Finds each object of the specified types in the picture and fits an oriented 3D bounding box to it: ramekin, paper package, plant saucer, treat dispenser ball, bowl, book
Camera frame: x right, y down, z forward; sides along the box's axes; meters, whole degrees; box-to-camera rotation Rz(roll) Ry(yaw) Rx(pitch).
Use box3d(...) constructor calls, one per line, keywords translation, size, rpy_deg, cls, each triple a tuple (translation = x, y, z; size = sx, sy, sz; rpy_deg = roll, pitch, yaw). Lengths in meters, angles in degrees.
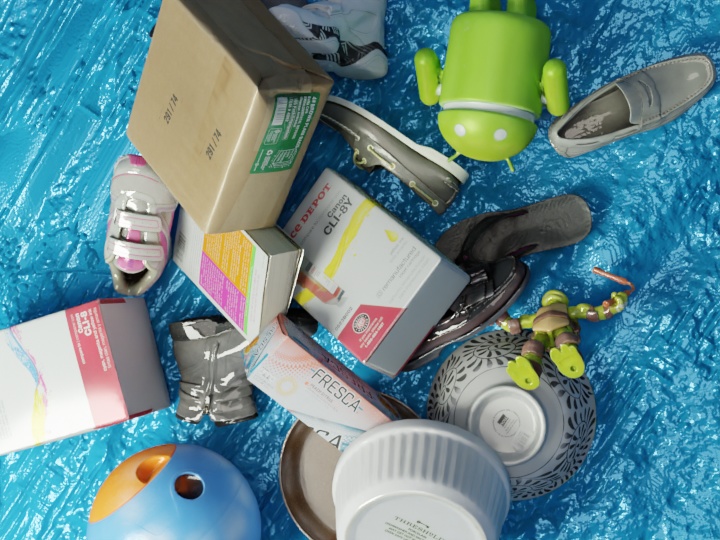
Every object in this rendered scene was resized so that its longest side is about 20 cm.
box3d(translation=(0.063, 0.268, 1.196), size=(0.200, 0.094, 0.204), rpy_deg=(4, 122, 6), cls="ramekin")
box3d(translation=(-0.144, -0.169, 1.161), size=(0.191, 0.103, 0.201), rpy_deg=(49, 132, 27), cls="paper package")
box3d(translation=(0.002, 0.241, 1.311), size=(0.198, 0.032, 0.202), rpy_deg=(0, 90, 10), cls="plant saucer")
box3d(translation=(-0.214, 0.301, 1.265), size=(0.199, 0.201, 0.203), rpy_deg=(0, 90, 11), cls="treat dispenser ball")
box3d(translation=(0.168, 0.170, 1.248), size=(0.199, 0.094, 0.203), rpy_deg=(0, 91, 11), cls="bowl")
box3d(translation=(-0.151, -0.016, 1.263), size=(0.200, 0.048, 0.134), rpy_deg=(42, 130, 38), cls="book")

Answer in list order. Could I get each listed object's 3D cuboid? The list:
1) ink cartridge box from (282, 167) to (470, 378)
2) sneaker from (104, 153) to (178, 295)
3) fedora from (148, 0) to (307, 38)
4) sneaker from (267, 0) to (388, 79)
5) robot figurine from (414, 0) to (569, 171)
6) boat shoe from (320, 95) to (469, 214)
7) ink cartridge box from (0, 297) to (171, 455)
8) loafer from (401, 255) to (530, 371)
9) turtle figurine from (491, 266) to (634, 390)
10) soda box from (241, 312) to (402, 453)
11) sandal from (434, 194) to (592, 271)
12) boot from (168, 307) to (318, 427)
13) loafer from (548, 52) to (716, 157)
box3d(translation=(0.000, 0.000, 1.245), size=(0.200, 0.083, 0.146), rpy_deg=(40, 97, 33), cls="ink cartridge box")
box3d(translation=(-0.255, -0.045, 1.277), size=(0.081, 0.089, 0.201), rpy_deg=(7, 136, 0), cls="sneaker")
box3d(translation=(-0.140, -0.294, 1.287), size=(0.199, 0.177, 0.091), rpy_deg=(-33, 114, 3), cls="fedora")
box3d(translation=(-0.036, -0.293, 1.241), size=(0.075, 0.199, 0.116), rpy_deg=(0, 83, 36), cls="sneaker")
box3d(translation=(0.150, -0.215, 1.236), size=(0.174, 0.116, 0.202), rpy_deg=(9, 90, 18), cls="robot figurine")
box3d(translation=(0.027, -0.138, 1.283), size=(0.201, 0.072, 0.061), rpy_deg=(31, 91, 5), cls="boat shoe")
box3d(translation=(-0.357, 0.127, 1.319), size=(0.198, 0.145, 0.146), rpy_deg=(-17, 87, 10), cls="ink cartridge box")
box3d(translation=(0.100, 0.043, 1.248), size=(0.200, 0.072, 0.063), rpy_deg=(-38, 118, 24), cls="loafer")
box3d(translation=(0.205, 0.067, 1.225), size=(0.198, 0.162, 0.065), rpy_deg=(-4, 119, 19), cls="turtle figurine")
box3d(translation=(-0.039, 0.138, 1.223), size=(0.068, 0.064, 0.200), rpy_deg=(-45, 114, 8), cls="soda box")
box3d(translation=(0.168, -0.039, 1.269), size=(0.199, 0.048, 0.076), rpy_deg=(-22, 86, 10), cls="sandal")
box3d(translation=(-0.134, 0.117, 1.325), size=(0.198, 0.070, 0.133), rpy_deg=(-7, 92, 22), cls="boot")
box3d(translation=(0.306, -0.185, 1.231), size=(0.199, 0.070, 0.070), rpy_deg=(-28, 85, 10), cls="loafer")
